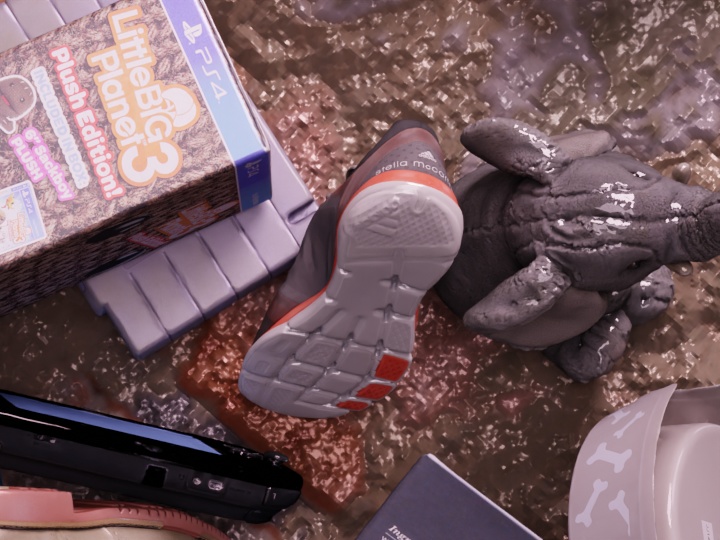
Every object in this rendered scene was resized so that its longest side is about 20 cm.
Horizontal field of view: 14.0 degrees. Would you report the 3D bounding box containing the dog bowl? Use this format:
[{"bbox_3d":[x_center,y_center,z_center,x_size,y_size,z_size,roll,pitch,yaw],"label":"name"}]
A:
[{"bbox_3d":[0.171,0.150,1.463,0.059,0.200,0.200,-18,82,30],"label":"dog bowl"}]

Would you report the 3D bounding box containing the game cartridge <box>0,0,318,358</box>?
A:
[{"bbox_3d":[-0.120,-0.068,1.555,0.130,0.038,0.200,-32,84,-1],"label":"game cartridge"}]

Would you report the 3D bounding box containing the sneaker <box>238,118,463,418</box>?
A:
[{"bbox_3d":[0.000,0.000,1.501,0.077,0.200,0.082,20,45,-18],"label":"sneaker"}]

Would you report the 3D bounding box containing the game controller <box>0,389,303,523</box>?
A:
[{"bbox_3d":[-0.130,0.085,1.483,0.200,0.104,0.042,15,100,-20],"label":"game controller"}]

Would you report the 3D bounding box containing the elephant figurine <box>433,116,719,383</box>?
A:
[{"bbox_3d":[0.105,-0.024,1.473,0.155,0.200,0.142,-39,85,-5],"label":"elephant figurine"}]

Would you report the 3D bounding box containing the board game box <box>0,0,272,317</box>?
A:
[{"bbox_3d":[-0.153,-0.050,1.449,0.200,0.159,0.097,-24,84,-3],"label":"board game box"}]

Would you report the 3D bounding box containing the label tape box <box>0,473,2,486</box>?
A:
[{"bbox_3d":[-0.211,0.190,1.468,0.063,0.144,0.200,-16,82,10],"label":"label tape box"}]

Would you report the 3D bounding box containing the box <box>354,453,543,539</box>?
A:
[{"bbox_3d":[0.000,0.214,1.422,0.107,0.148,0.200,37,42,4],"label":"box"}]

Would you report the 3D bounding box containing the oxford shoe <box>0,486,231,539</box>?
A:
[{"bbox_3d":[-0.141,0.150,1.467,0.071,0.200,0.074,-3,80,41],"label":"oxford shoe"}]
